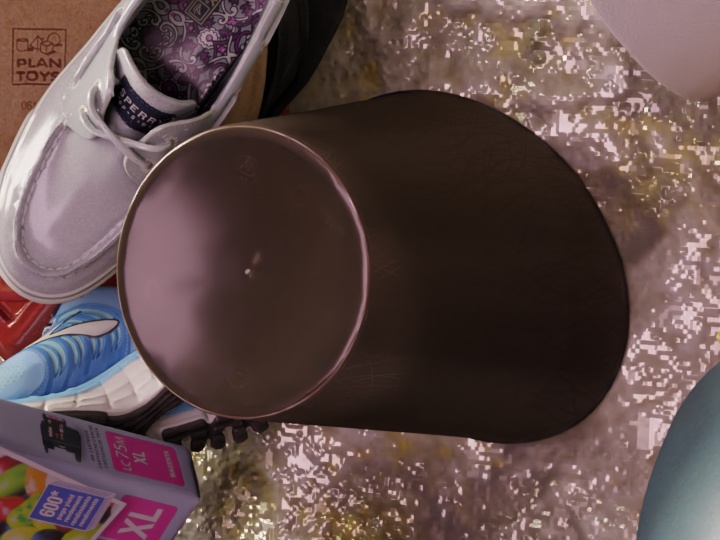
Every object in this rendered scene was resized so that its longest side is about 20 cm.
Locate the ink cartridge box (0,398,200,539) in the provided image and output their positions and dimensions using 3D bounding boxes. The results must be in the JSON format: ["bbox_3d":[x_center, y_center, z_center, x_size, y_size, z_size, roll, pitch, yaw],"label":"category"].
[{"bbox_3d":[-0.182,0.105,1.093,0.120,0.199,0.042,-56,32,27],"label":"ink cartridge box"}]

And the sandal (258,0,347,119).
[{"bbox_3d":[-0.057,-0.091,1.146,0.075,0.048,0.201,23,86,-5],"label":"sandal"}]

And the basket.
[{"bbox_3d":[0.000,0.000,1.058,0.180,0.200,0.136,44,109,19],"label":"basket"}]

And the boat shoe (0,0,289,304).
[{"bbox_3d":[-0.087,-0.075,1.038,0.070,0.072,0.201,34,92,-3],"label":"boat shoe"}]

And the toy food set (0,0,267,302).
[{"bbox_3d":[-0.138,-0.090,1.094,0.199,0.049,0.199,-15,97,-7],"label":"toy food set"}]

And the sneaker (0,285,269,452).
[{"bbox_3d":[-0.128,0.055,1.161,0.090,0.199,0.079,-126,23,-45],"label":"sneaker"}]

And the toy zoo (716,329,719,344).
[{"bbox_3d":[0.214,-0.013,0.927,0.131,0.200,0.020,5,137,54],"label":"toy zoo"}]

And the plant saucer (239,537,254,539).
[{"bbox_3d":[-0.019,0.210,1.086,0.037,0.200,0.201,-26,76,-18],"label":"plant saucer"}]

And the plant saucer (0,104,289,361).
[{"bbox_3d":[-0.161,-0.073,1.232,0.200,0.037,0.200,48,110,18],"label":"plant saucer"}]

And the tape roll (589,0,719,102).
[{"bbox_3d":[0.151,-0.182,0.977,0.139,0.202,0.203,-25,80,25],"label":"tape roll"}]

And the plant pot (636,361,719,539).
[{"bbox_3d":[0.186,0.100,0.989,0.200,0.200,0.135,-45,42,21],"label":"plant pot"}]
